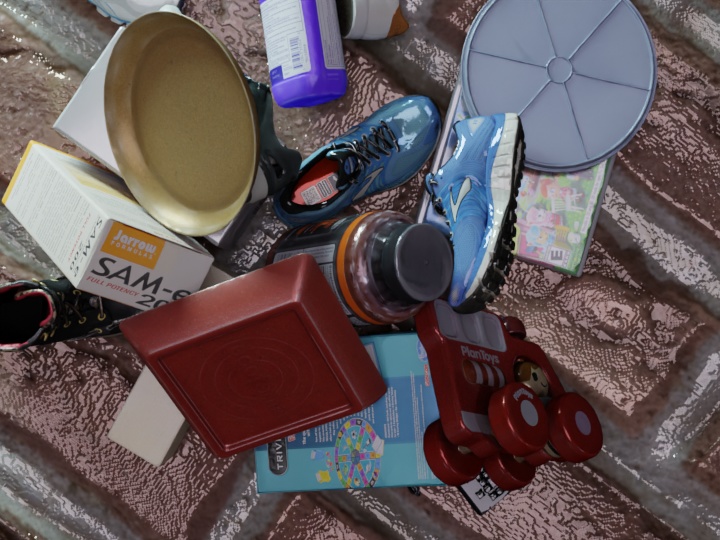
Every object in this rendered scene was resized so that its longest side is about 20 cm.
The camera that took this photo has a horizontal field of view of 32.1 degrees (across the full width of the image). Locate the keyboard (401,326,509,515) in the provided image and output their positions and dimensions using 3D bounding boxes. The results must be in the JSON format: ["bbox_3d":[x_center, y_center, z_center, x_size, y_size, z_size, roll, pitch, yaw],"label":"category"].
[{"bbox_3d":[0.072,0.167,1.295,0.127,0.021,0.201,-38,88,2],"label":"keyboard"}]

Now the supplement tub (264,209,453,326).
[{"bbox_3d":[0.000,0.000,1.202,0.106,0.199,0.109,4,83,-38],"label":"supplement tub"}]

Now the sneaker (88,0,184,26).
[{"bbox_3d":[-0.274,-0.308,1.273,0.197,0.087,0.076,22,90,1],"label":"sneaker"}]

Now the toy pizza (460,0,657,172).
[{"bbox_3d":[0.199,-0.200,1.263,0.196,0.032,0.204,0,88,2],"label":"toy pizza"}]

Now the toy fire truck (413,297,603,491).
[{"bbox_3d":[0.140,0.115,1.223,0.112,0.198,0.170,-31,58,38],"label":"toy fire truck"}]

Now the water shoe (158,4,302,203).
[{"bbox_3d":[-0.126,-0.159,1.170,0.078,0.071,0.202,-25,86,-29],"label":"water shoe"}]

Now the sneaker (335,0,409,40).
[{"bbox_3d":[0.016,-0.335,1.280,0.083,0.073,0.204,-1,89,-22],"label":"sneaker"}]

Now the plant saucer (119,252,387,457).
[{"bbox_3d":[-0.097,0.095,1.180,0.197,0.037,0.201,-20,129,11],"label":"plant saucer"}]

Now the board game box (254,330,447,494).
[{"bbox_3d":[-0.011,0.142,1.268,0.196,0.047,0.154,-4,89,13],"label":"board game box"}]

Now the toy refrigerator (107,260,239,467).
[{"bbox_3d":[-0.180,0.091,1.276,0.069,0.076,0.202,28,92,2],"label":"toy refrigerator"}]

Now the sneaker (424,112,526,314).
[{"bbox_3d":[0.105,-0.056,1.212,0.088,0.079,0.203,5,72,18],"label":"sneaker"}]

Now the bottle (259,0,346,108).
[{"bbox_3d":[-0.064,-0.270,1.267,0.065,0.083,0.204,-8,89,-39],"label":"bottle"}]

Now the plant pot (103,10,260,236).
[{"bbox_3d":[-0.157,-0.132,1.126,0.198,0.027,0.203,15,115,36],"label":"plant pot"}]

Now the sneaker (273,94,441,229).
[{"bbox_3d":[-0.001,-0.106,1.261,0.199,0.090,0.079,-36,89,1],"label":"sneaker"}]

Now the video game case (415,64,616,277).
[{"bbox_3d":[0.168,-0.116,1.289,0.179,0.022,0.203,17,91,2],"label":"video game case"}]

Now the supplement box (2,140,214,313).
[{"bbox_3d":[-0.245,-0.039,1.200,0.125,0.200,0.074,22,101,-42],"label":"supplement box"}]

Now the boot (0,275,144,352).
[{"bbox_3d":[-0.292,0.036,1.242,0.196,0.151,0.075,-8,90,2],"label":"boot"}]

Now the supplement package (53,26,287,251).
[{"bbox_3d":[-0.182,-0.128,1.252,0.199,0.120,0.122,36,90,1],"label":"supplement package"}]
